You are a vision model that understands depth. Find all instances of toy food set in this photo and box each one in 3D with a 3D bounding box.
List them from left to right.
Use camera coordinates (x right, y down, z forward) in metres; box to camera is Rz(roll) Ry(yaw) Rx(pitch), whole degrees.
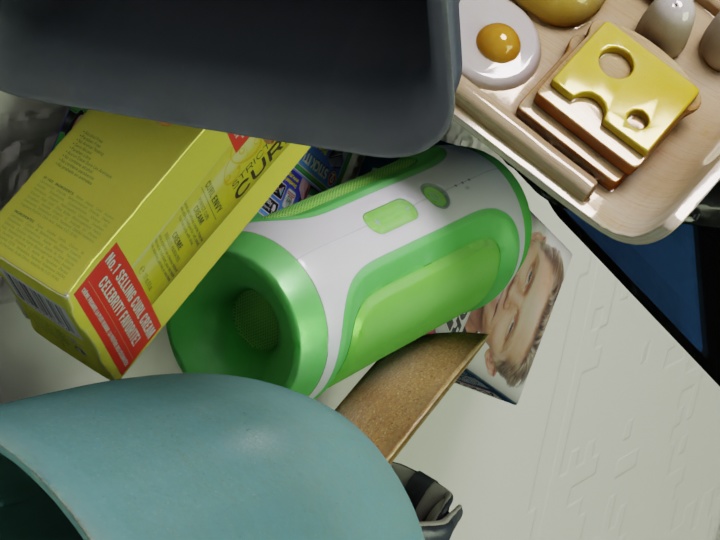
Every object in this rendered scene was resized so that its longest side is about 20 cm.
[{"bbox_3d":[0.095,-0.119,0.888,0.144,0.200,0.061,-46,169,-27],"label":"toy food set"}]

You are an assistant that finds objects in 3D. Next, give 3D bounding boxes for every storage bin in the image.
[{"bbox_3d":[-0.041,-0.133,0.724,0.146,0.198,0.135,82,26,-42],"label":"storage bin"}]

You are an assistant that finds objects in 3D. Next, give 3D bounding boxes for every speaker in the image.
[{"bbox_3d":[0.000,0.000,0.929,0.200,0.088,0.089,-26,128,-53],"label":"speaker"}]

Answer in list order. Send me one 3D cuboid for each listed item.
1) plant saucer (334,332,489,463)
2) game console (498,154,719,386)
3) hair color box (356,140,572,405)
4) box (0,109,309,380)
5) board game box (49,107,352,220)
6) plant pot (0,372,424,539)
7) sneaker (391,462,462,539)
[{"bbox_3d":[-0.012,0.099,0.989,0.201,0.035,0.200,-51,175,-6],"label":"plant saucer"},{"bbox_3d":[0.098,-0.039,1.014,0.175,0.200,0.117,4,120,-34],"label":"game console"},{"bbox_3d":[0.051,0.001,1.131,0.101,0.060,0.200,-69,155,-7],"label":"hair color box"},{"bbox_3d":[-0.061,-0.057,0.801,0.200,0.050,0.075,-51,153,-19],"label":"box"},{"bbox_3d":[-0.055,-0.075,0.906,0.135,0.029,0.200,-67,154,-8],"label":"board game box"},{"bbox_3d":[-0.070,0.129,0.768,0.160,0.200,0.202,-20,125,-41],"label":"plant pot"},{"bbox_3d":[0.027,0.190,1.183,0.202,0.077,0.147,19,92,-63],"label":"sneaker"}]
